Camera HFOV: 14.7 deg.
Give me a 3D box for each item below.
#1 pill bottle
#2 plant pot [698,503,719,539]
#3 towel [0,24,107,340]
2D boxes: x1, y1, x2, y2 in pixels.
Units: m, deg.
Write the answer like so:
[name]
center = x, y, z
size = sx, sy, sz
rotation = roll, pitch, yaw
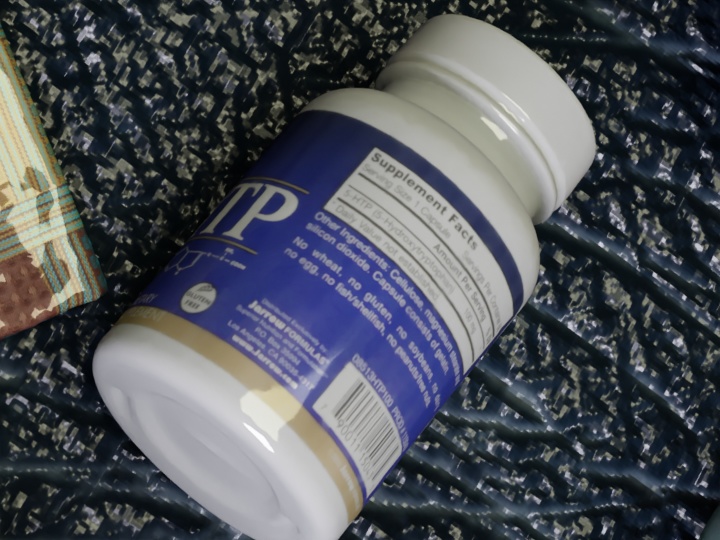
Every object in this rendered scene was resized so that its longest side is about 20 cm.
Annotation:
[pill bottle]
center = 0.000, 0.000, 1.090
size = 0.120, 0.120, 0.200
rotation = 45, 67, -13
[plant pot]
center = 0.211, 0.154, 1.160
size = 0.199, 0.134, 0.201
rotation = 4, 81, -24
[towel]
center = -0.194, -0.056, 1.062
size = 0.146, 0.022, 0.201
rotation = -25, 94, -25
